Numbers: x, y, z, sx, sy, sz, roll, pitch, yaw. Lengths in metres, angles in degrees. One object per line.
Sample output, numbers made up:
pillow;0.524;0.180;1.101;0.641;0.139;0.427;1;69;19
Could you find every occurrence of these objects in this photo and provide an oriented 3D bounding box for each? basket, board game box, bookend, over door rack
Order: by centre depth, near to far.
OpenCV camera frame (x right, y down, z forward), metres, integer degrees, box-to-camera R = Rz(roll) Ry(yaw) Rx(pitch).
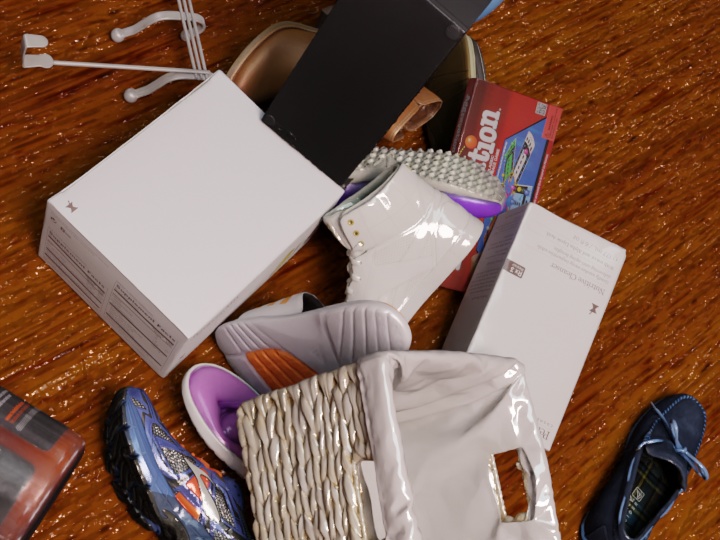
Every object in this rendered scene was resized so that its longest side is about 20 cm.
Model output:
basket;0.032;0.174;0.750;0.200;0.160;0.199;10;65;-52
bookend;0.036;-0.206;0.839;0.092;0.200;0.199;39;48;-4
over door rack;-0.235;-0.237;0.911;0.200;0.067;0.148;2;66;-44
board game box;0.126;-0.075;0.963;0.103;0.019;0.201;14;92;-23

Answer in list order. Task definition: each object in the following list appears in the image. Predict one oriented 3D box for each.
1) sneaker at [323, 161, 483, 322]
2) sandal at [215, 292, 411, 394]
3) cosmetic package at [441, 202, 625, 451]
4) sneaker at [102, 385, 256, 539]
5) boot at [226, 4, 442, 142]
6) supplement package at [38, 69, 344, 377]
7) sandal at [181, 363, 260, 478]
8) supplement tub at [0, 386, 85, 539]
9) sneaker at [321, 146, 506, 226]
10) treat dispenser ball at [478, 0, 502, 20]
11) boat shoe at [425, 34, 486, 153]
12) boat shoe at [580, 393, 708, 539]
sneaker;0.000;0.000;0.862;0.115;0.074;0.200;38;95;-15
sandal;-0.031;0.054;0.814;0.059;0.206;0.079;-47;116;-45
cosmetic package;0.150;0.053;0.913;0.113;0.081;0.201;25;77;-11
sneaker;-0.137;0.179;0.786;0.078;0.075;0.200;-29;89;-38
boot;-0.025;-0.175;0.963;0.155;0.074;0.200;45;58;12
supplement package;-0.144;-0.041;0.847;0.156;0.111;0.200;44;60;1
sandal;-0.065;0.149;0.817;0.203;0.050;0.082;50;28;-3
supplement tub;-0.309;0.117;0.715;0.200;0.107;0.107;34;60;-5
sneaker;0.034;-0.058;0.924;0.199;0.100;0.070;9;29;9
treat dispenser ball;0.074;-0.348;1.015;0.200;0.201;0.202;8;65;-18
boat shoe;0.110;-0.142;1.016;0.065;0.073;0.201;5;83;-35
boat shoe;0.289;0.197;0.941;0.084;0.069;0.200;38;59;-3
